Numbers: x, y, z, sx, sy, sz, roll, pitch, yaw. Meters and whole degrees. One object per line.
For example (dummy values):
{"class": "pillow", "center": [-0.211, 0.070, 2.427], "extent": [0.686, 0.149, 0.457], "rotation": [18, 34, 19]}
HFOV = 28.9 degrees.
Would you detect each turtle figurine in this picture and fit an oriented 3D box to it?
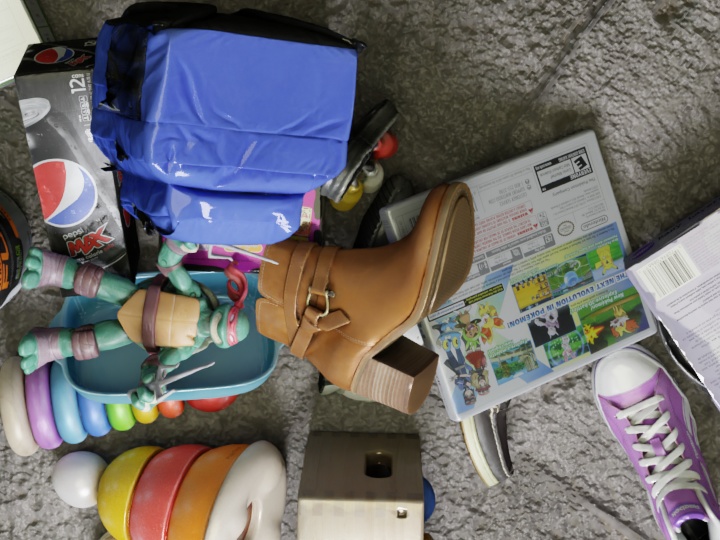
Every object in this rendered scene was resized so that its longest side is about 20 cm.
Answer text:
{"class": "turtle figurine", "center": [-0.162, 0.037, 1.094], "extent": [0.199, 0.101, 0.150], "rotation": [4, 78, 7]}

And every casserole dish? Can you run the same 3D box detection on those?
{"class": "casserole dish", "center": [-0.157, 0.058, 1.164], "extent": [0.199, 0.121, 0.039], "rotation": [-4, 144, -6]}

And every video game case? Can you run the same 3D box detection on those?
{"class": "video game case", "center": [0.132, 0.002, 1.145], "extent": [0.199, 0.022, 0.183], "rotation": [-22, 98, -19]}

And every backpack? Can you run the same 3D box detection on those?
{"class": "backpack", "center": [-0.118, -0.111, 1.009], "extent": [0.162, 0.200, 0.168], "rotation": [8, 101, -28]}

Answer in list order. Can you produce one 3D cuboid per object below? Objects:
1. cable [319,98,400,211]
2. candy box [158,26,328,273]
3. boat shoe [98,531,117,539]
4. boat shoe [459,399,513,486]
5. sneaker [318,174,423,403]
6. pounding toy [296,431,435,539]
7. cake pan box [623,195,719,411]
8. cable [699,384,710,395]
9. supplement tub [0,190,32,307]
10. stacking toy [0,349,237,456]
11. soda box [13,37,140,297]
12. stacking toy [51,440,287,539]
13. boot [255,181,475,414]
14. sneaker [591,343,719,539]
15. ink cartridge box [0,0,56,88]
{"class": "cable", "center": [0.008, -0.087, 1.083], "extent": [0.050, 0.200, 0.097], "rotation": [38, 93, -6]}
{"class": "candy box", "center": [-0.095, -0.101, 1.151], "extent": [0.136, 0.061, 0.201], "rotation": [3, 103, 1]}
{"class": "boat shoe", "center": [-0.155, 0.306, 1.237], "extent": [0.200, 0.069, 0.074], "rotation": [40, 100, -7]}
{"class": "boat shoe", "center": [0.108, 0.084, 1.181], "extent": [0.065, 0.073, 0.201], "rotation": [-12, 102, 9]}
{"class": "sneaker", "center": [0.030, 0.018, 1.173], "extent": [0.088, 0.074, 0.201], "rotation": [13, 110, -6]}
{"class": "pounding toy", "center": [0.020, 0.254, 1.155], "extent": [0.142, 0.200, 0.185], "rotation": [1, 103, 1]}
{"class": "cake pan box", "center": [0.338, 0.020, 1.131], "extent": [0.200, 0.052, 0.184], "rotation": [-35, 95, 13]}
{"class": "cable", "center": [0.383, 0.078, 1.185], "extent": [0.200, 0.051, 0.163], "rotation": [42, 100, -8]}
{"class": "supplement tub", "center": [-0.341, -0.002, 1.107], "extent": [0.122, 0.200, 0.123], "rotation": [0, 103, 1]}
{"class": "stacking toy", "center": [-0.201, 0.101, 1.194], "extent": [0.199, 0.085, 0.086], "rotation": [-9, 102, -3]}
{"class": "soda box", "center": [-0.224, -0.080, 1.124], "extent": [0.063, 0.071, 0.201], "rotation": [-5, 120, 0]}
{"class": "stacking toy", "center": [-0.174, 0.196, 1.205], "extent": [0.199, 0.146, 0.147], "rotation": [14, 103, 18]}
{"class": "boot", "center": [0.000, 0.000, 1.085], "extent": [0.155, 0.077, 0.201], "rotation": [26, 124, 22]}
{"class": "sneaker", "center": [0.260, 0.158, 1.174], "extent": [0.072, 0.114, 0.201], "rotation": [-27, 99, 8]}
{"class": "ink cartridge box", "center": [-0.331, -0.240, 1.126], "extent": [0.104, 0.059, 0.201], "rotation": [-23, 101, 4]}
